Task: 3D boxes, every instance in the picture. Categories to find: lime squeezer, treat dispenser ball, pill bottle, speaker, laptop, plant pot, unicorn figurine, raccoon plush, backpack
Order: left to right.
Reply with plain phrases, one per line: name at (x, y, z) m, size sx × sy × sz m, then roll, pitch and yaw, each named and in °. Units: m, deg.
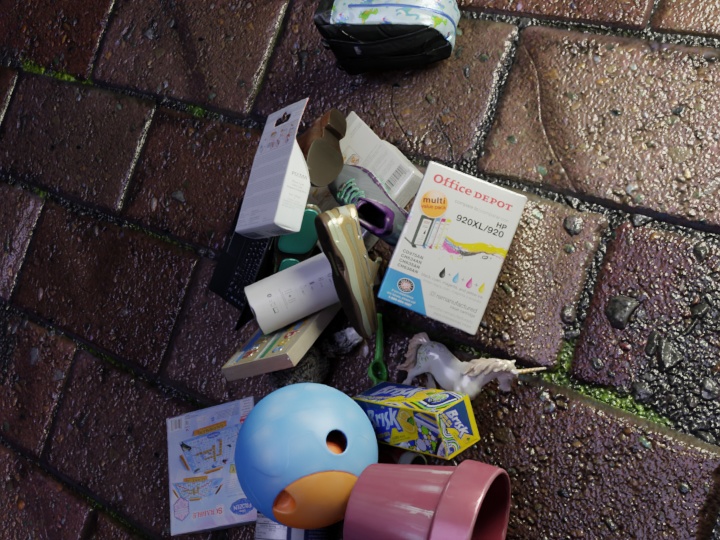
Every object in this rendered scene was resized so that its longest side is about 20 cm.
laptop at (-0.202, -0.015, 1.698) m, size 0.200 × 0.103 × 0.178 m, roll 31°, pitch 103°, yaw 39°
pill bottle at (-0.103, 0.393, 1.531) m, size 0.111 × 0.111 × 0.201 m, roll -6°, pitch 74°, yaw 35°
treat dispenser ball at (-0.075, 0.258, 1.417) m, size 0.200 × 0.201 × 0.202 m, roll -10°, pitch 72°, yaw 34°
speaker at (-0.073, 0.022, 1.559) m, size 0.199 × 0.081 × 0.081 m, roll -25°, pitch 61°, yaw -2°
raccoon plush at (-0.074, 0.182, 1.582) m, size 0.200 × 0.097 × 0.134 m, roll -28°, pitch 71°, yaw 27°
lime squeezer at (0.015, 0.169, 1.559) m, size 0.201 × 0.038 × 0.071 m, roll -70°, pitch 21°, yaw 2°
backpack at (0.056, -0.385, 1.595) m, size 0.199 × 0.163 × 0.154 m, roll 14°, pitch 72°, yaw 31°
plant pot at (0.083, 0.337, 1.331) m, size 0.178 × 0.200 × 0.201 m, roll 10°, pitch 84°, yaw 23°
unicorn figurine at (0.137, 0.156, 1.436) m, size 0.200 × 0.074 × 0.138 m, roll 30°, pitch 116°, yaw 20°

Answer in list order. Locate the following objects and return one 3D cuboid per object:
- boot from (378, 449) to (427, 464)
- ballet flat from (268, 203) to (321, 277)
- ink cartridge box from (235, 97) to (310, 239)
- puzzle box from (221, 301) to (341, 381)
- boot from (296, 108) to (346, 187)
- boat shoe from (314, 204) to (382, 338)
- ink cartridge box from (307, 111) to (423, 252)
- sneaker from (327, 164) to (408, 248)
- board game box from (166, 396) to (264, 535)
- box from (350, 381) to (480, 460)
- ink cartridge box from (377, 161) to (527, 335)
boot at (0.011, 0.357, 1.485) m, size 0.144 × 0.072 × 0.201 m, roll 1°, pitch 71°, yaw 37°
ballet flat at (-0.111, -0.042, 1.640) m, size 0.074 × 0.074 × 0.200 m, roll 51°, pitch 134°, yaw 33°
ink cartridge box at (-0.121, -0.152, 1.561) m, size 0.160 × 0.047 × 0.201 m, roll -5°, pitch 68°, yaw 62°
puzzle box at (-0.116, 0.098, 1.582) m, size 0.133 × 0.200 × 0.025 m, roll -15°, pitch 111°, yaw 31°
boot at (-0.113, -0.153, 1.632) m, size 0.200 × 0.064 × 0.187 m, roll -31°, pitch 26°, yaw 35°
boat shoe at (0.000, 0.000, 1.493) m, size 0.072 × 0.076 × 0.201 m, roll 23°, pitch 133°, yaw 63°
ink cartridge box at (-0.014, -0.128, 1.642) m, size 0.200 × 0.045 × 0.176 m, roll -50°, pitch 56°, yaw 14°
sneaker at (0.003, -0.110, 1.545) m, size 0.200 × 0.087 × 0.075 m, roll 41°, pitch 103°, yaw 34°
board game box at (-0.235, 0.327, 1.687) m, size 0.199 × 0.041 × 0.200 m, roll -17°, pitch 68°, yaw 31°
box at (0.073, 0.205, 1.414) m, size 0.200 × 0.064 × 0.070 m, roll 0°, pitch 110°, yaw 55°
ink cartridge box at (0.127, -0.032, 1.420) m, size 0.147 × 0.145 × 0.201 m, roll 21°, pitch 91°, yaw 4°
